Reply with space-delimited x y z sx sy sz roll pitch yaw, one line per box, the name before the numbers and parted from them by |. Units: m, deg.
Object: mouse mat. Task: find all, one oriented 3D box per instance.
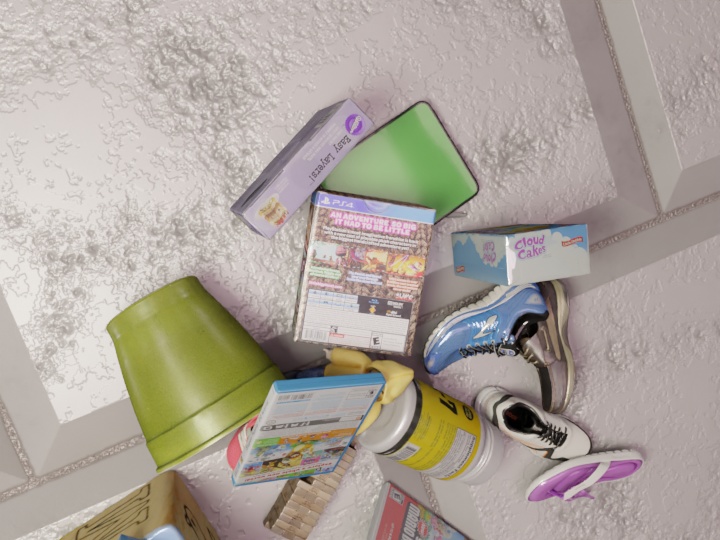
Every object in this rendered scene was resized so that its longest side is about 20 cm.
mouse mat | 0.055 -0.124 1.095 0.200 0.008 0.161 -35 101 -7

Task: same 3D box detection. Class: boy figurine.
boy figurine | -0.017 0.161 1.018 0.064 0.200 0.125 0 81 -51

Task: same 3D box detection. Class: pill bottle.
pill bottle | 0.099 0.225 1.072 0.200 0.114 0.115 30 87 -31

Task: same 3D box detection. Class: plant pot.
plant pot | -0.219 0.119 0.979 0.200 0.200 0.193 -32 89 -9

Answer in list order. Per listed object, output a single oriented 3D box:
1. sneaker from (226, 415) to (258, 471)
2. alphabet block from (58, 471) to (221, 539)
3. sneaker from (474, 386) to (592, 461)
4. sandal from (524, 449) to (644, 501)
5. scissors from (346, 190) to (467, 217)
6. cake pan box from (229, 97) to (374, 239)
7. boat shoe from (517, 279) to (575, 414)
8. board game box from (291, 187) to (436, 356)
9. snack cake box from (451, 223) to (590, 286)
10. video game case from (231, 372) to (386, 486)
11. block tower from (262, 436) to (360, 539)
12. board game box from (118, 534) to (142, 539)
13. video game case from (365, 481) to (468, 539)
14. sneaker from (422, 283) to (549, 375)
sneaker | -0.129 0.209 1.012 0.087 0.200 0.074 1 56 -51
alphabet block | -0.272 0.407 0.971 0.196 0.200 0.196 -30 101 -9
sneaker | 0.266 0.240 1.149 0.200 0.080 0.074 24 86 -16
sandal | 0.348 0.319 1.171 0.202 0.050 0.083 -13 134 -13
scissors | 0.056 -0.091 1.106 0.199 0.014 0.073 -13 95 -11
cake pan box | -0.080 -0.132 0.985 0.052 0.184 0.200 43 83 -17
boat shoe | 0.266 0.111 1.136 0.073 0.075 0.201 1 76 -8
board game box | 0.000 0.000 1.043 0.159 0.097 0.201 9 97 -9
snack cake box | 0.211 -0.025 1.052 0.115 0.200 0.067 -7 95 -13
video game case | -0.067 0.197 0.948 0.143 0.018 0.200 -1 135 -29
block tower | -0.062 0.288 1.086 0.054 0.058 0.200 31 88 -14
board game box | -0.231 0.413 0.860 0.151 0.037 0.201 20 89 -14
video game case | 0.093 0.415 1.104 0.200 0.143 0.017 39 129 -13
sneaker | 0.177 0.091 1.091 0.200 0.079 0.089 -35 62 6
